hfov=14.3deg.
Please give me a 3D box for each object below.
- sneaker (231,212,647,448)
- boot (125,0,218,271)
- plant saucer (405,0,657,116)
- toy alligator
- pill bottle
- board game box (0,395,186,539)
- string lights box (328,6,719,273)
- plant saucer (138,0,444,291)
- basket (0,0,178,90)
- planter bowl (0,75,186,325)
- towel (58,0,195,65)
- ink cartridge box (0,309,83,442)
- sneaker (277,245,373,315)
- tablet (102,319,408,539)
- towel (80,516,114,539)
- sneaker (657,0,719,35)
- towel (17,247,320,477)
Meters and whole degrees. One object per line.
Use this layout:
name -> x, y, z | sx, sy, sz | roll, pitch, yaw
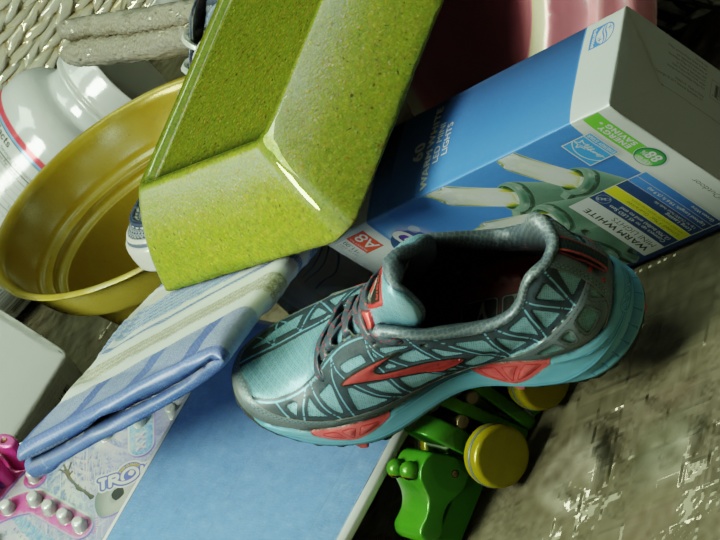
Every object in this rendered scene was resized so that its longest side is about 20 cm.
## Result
sneaker -> 0.021, 0.015, 1.296 | 0.200, 0.096, 0.079 | -18, 55, 22
boot -> -0.078, -0.096, 1.554 | 0.073, 0.090, 0.200 | 0, 43, 45
plant saucer -> 0.070, -0.132, 1.431 | 0.201, 0.051, 0.201 | 21, 115, 57
toy alligator -> 0.040, 0.084, 1.343 | 0.200, 0.054, 0.059 | -61, 26, -11
pill bottle -> -0.213, -0.060, 1.875 | 0.200, 0.109, 0.109 | -45, 28, 19
board game box -> -0.108, 0.139, 1.406 | 0.200, 0.026, 0.200 | -18, 48, 13
string lights box -> 0.088, -0.043, 1.356 | 0.200, 0.103, 0.059 | -26, 42, 46
plant saucer -> -0.037, -0.099, 1.421 | 0.200, 0.048, 0.200 | -15, 49, 59
basket -> -0.252, -0.191, 2.037 | 0.198, 0.161, 0.200 | -53, 24, 6
planter bowl -> -0.106, -0.023, 1.654 | 0.200, 0.083, 0.200 | -24, 31, 15
towel -> -0.085, -0.146, 1.733 | 0.200, 0.133, 0.034 | 0, 99, 59
ink cartridge box -> -0.257, 0.084, 1.655 | 0.147, 0.145, 0.200 | -58, -5, -9
sneaker -> 0.000, 0.000, 1.493 | 0.087, 0.075, 0.200 | -49, 27, 1
tablet -> -0.055, 0.112, 1.374 | 0.130, 0.014, 0.200 | 10, 58, 34
towel -> -0.191, 0.198, 1.497 | 0.200, 0.034, 0.133 | -22, 39, 54
sneaker -> 0.144, -0.135, 1.427 | 0.200, 0.076, 0.088 | 14, 88, 65
towel -> -0.078, 0.024, 1.426 | 0.147, 0.024, 0.200 | -29, 13, 32
